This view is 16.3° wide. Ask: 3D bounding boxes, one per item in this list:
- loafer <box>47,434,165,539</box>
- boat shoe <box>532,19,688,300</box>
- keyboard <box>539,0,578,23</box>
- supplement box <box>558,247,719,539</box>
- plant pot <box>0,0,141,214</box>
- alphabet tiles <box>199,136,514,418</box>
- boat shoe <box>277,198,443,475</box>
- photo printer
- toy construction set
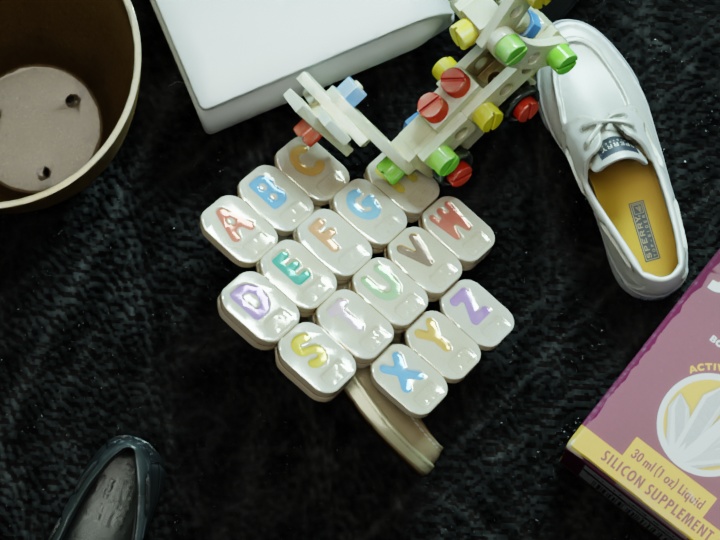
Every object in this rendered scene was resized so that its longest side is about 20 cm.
[{"bbox_3d":[-0.182,0.202,1.626,0.068,0.070,0.201,20,81,5],"label":"loafer"},{"bbox_3d":[0.168,-0.078,1.663,0.071,0.070,0.200,-17,82,-2],"label":"boat shoe"},{"bbox_3d":[0.132,-0.243,1.650,0.200,0.127,0.021,-51,42,17],"label":"keyboard"},{"bbox_3d":[0.240,0.081,1.619,0.131,0.103,0.200,37,83,8],"label":"supplement box"},{"bbox_3d":[-0.224,-0.111,1.615,0.186,0.200,0.186,0,80,1],"label":"plant pot"},{"bbox_3d":[0.000,0.000,1.630,0.196,0.015,0.200,42,51,8],"label":"alphabet tiles"},{"bbox_3d":[0.001,0.042,1.650,0.065,0.072,0.200,-34,76,-3],"label":"boat shoe"},{"bbox_3d":[-0.044,-0.203,1.691,0.200,0.069,0.166,-22,79,-2],"label":"photo printer"},{"bbox_3d":[0.055,-0.123,1.635,0.200,0.131,0.092,-30,66,13],"label":"toy construction set"}]
